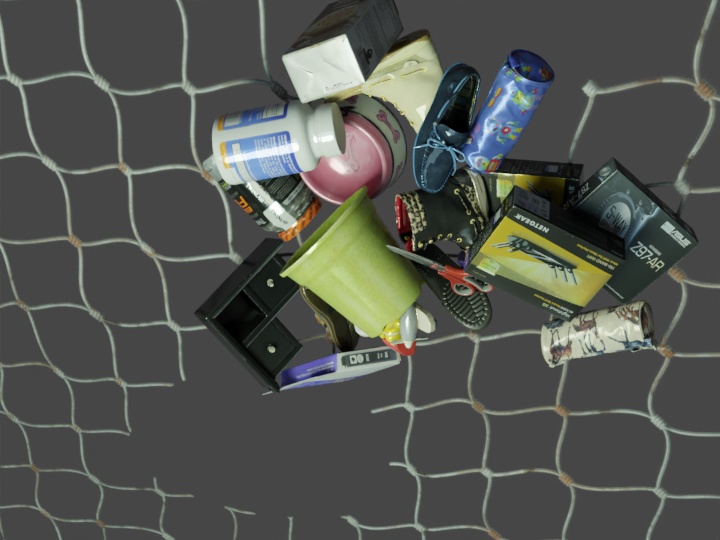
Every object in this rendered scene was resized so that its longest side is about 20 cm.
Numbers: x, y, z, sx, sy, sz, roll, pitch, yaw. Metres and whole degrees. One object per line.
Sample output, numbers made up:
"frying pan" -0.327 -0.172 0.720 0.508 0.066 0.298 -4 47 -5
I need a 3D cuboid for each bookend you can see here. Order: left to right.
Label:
"bookend" -0.166 0.082 1.915 0.201 0.199 0.092 49 164 -19

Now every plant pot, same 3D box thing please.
"plant pot" 0.000 0.000 1.685 0.184 0.201 0.200 46 128 -7

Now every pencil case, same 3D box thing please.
"pencil case" 0.218 -0.242 1.601 0.085 0.079 0.201 7 134 -26
"pencil case" 0.407 0.112 1.785 0.197 0.078 0.091 -15 99 30

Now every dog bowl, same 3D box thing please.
"dog bowl" -0.024 -0.197 1.740 0.197 0.074 0.203 11 128 14

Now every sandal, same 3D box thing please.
"sandal" -0.061 0.076 1.944 0.054 0.082 0.200 8 148 45

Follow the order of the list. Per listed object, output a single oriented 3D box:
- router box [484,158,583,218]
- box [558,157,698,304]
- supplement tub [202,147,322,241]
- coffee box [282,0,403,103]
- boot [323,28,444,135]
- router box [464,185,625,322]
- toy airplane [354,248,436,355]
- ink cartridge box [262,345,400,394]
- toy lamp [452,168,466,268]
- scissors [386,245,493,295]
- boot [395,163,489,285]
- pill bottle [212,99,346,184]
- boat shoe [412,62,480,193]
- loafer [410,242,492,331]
"router box" 0.285 -0.082 1.710 0.154 0.052 0.203 6 126 18
"box" 0.408 -0.059 1.638 0.199 0.044 0.160 37 118 -21
"supplement tub" -0.166 -0.155 1.797 0.200 0.123 0.122 46 128 -13
"coffee box" -0.022 -0.341 1.550 0.113 0.201 0.081 -11 119 28
"boot" 0.053 -0.271 1.646 0.198 0.073 0.157 -25 115 16
"router box" 0.282 -0.023 1.600 0.197 0.053 0.158 24 133 -10
"toy airplane" 0.044 0.058 1.837 0.200 0.140 0.200 52 159 7
"ink cartridge box" -0.059 0.185 1.940 0.197 0.198 0.044 -24 76 50
"toy lamp" 0.170 -0.073 1.762 0.057 0.058 0.202 -12 118 29
"scissors" 0.132 -0.007 1.655 0.199 0.014 0.073 32 146 -34
"boot" 0.141 -0.057 1.679 0.073 0.148 0.204 24 129 63
"pill bottle" -0.126 -0.207 1.646 0.196 0.113 0.114 -8 122 13
"boat shoe" 0.130 -0.216 1.587 0.083 0.069 0.204 6 103 -24
"loafer" 0.165 0.031 1.794 0.073 0.201 0.071 -38 146 2
